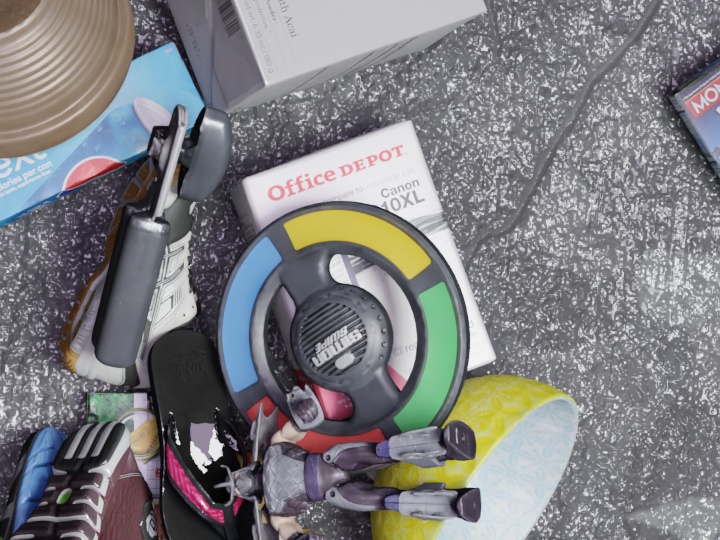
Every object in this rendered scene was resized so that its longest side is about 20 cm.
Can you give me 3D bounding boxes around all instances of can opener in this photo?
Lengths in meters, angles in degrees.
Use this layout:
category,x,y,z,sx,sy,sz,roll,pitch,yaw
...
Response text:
category,x,y,z,sx,sy,sz,roll,pitch,yaw
can opener,-0.142,-0.024,1.416,0.066,0.053,0.201,12,105,-17

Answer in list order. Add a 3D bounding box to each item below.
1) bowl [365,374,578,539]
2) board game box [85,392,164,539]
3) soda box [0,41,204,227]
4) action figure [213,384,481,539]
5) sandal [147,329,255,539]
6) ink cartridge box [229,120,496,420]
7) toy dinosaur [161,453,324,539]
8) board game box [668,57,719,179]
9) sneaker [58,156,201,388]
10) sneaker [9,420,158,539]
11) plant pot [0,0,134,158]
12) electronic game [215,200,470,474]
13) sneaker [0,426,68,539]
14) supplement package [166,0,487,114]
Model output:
category,x,y,z,sx,sy,sz,roll,pitch,yaw
bowl,0.067,0.154,1.486,0.107,0.200,0.201,33,81,24
board game box,-0.163,0.195,1.506,0.104,0.023,0.202,0,88,-8
soda box,-0.219,-0.100,1.485,0.199,0.064,0.068,-27,93,-9
action figure,-0.016,0.145,1.372,0.199,0.069,0.131,-6,88,22
sandal,-0.115,0.140,1.437,0.075,0.045,0.201,-9,80,-26
ink cartridge box,0.000,0.000,1.510,0.144,0.084,0.201,-20,91,-10
toy dinosaur,-0.110,0.174,1.488,0.200,0.058,0.101,47,65,-6
board game box,0.354,-0.153,1.592,0.199,0.062,0.201,-33,93,-10
sneaker,-0.155,-0.003,1.488,0.087,0.076,0.201,24,101,-20
sneaker,-0.198,0.216,1.416,0.116,0.075,0.201,62,39,-34
plant pot,-0.270,-0.192,1.430,0.199,0.093,0.202,0,67,-1
electronic game,-0.015,0.049,1.420,0.199,0.042,0.202,1,92,21
sneaker,-0.266,0.211,1.457,0.082,0.071,0.201,3,69,34
supplement package,-0.029,-0.210,1.472,0.199,0.120,0.122,-22,91,-26
